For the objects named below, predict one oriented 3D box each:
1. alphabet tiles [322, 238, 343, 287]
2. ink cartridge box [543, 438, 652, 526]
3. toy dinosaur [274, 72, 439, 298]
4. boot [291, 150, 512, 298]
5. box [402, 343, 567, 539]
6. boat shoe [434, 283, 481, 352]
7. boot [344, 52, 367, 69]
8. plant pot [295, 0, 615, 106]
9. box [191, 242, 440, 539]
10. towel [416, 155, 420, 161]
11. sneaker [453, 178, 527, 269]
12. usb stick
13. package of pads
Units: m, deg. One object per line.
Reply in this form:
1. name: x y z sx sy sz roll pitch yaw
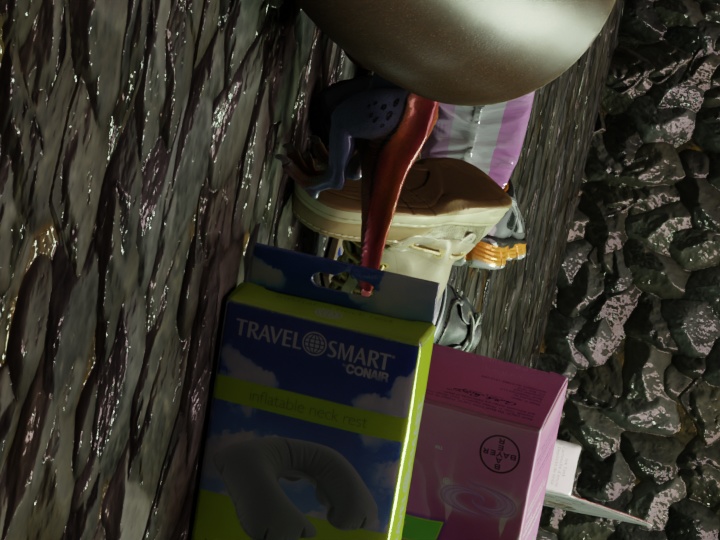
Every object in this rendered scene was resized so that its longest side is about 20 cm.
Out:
1. alphabet tiles: -0.004 -0.023 1.912 0.167 0.007 0.201 82 22 -67
2. ink cartridge box: 0.104 0.147 2.003 0.199 0.175 0.045 4 -101 57
3. toy dinosaur: 0.041 -0.113 1.565 0.105 0.181 0.201 4 53 -61
4. boot: 0.000 0.000 1.715 0.199 0.073 0.156 -4 132 -55
5. box: 0.037 0.159 1.839 0.097 0.175 0.201 -52 154 -63
6. boat shoe: 0.068 0.038 2.141 0.200 0.071 0.073 -68 -176 -83
7. boot: 0.016 -0.164 1.748 0.201 0.068 0.189 102 -3 -57
8. plant pot: 0.026 -0.187 1.409 0.200 0.186 0.189 -3 105 -66
9. box: -0.028 0.096 1.527 0.048 0.121 0.202 -48 148 -70
10. towel: 0.029 -0.010 2.011 0.149 0.036 0.201 99 5 -56
11. sneaker: 0.093 -0.048 2.004 0.200 0.078 0.078 -67 161 -83
12. usb stick: 0.004 -0.078 1.734 0.200 0.055 0.033 76 -2 -70
13. package of pads: 0.085 -0.170 1.846 0.121 0.075 0.201 105 -8 -55
